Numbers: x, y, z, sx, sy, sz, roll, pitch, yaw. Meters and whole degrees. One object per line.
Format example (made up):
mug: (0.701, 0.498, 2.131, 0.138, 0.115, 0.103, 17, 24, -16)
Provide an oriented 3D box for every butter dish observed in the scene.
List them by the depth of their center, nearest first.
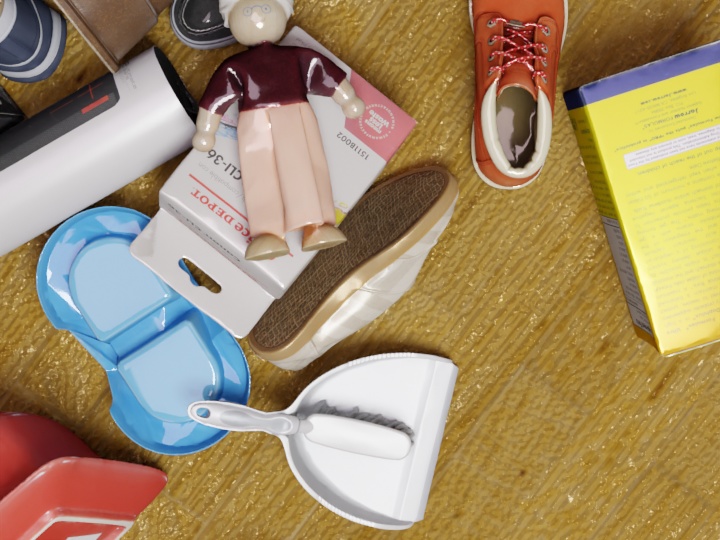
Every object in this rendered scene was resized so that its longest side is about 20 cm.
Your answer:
butter dish: (-0.278, 0.170, 1.013, 0.200, 0.199, 0.148, -43, 69, 4)

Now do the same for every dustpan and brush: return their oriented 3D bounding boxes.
dustpan and brush: (-0.031, 0.118, 1.028, 0.200, 0.057, 0.140, 12, 96, -7)

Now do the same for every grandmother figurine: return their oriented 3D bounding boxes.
grandmother figurine: (-0.057, -0.112, 0.946, 0.121, 0.061, 0.200, -11, 86, -19)

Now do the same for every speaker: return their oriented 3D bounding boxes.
speaker: (-0.215, -0.086, 1.021, 0.200, 0.081, 0.081, -29, 93, 5)

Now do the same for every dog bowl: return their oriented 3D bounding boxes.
dog bowl: (-0.162, 0.043, 1.046, 0.111, 0.050, 0.200, -32, 94, 5)

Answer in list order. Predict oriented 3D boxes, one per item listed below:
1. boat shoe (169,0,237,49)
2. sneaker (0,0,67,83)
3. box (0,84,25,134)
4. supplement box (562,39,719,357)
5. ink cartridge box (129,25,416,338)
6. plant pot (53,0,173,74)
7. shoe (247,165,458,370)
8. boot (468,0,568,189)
boat shoe: (-0.058, -0.232, 1.009, 0.200, 0.066, 0.070, -30, 93, 4)
sneaker: (-0.291, -0.220, 1.025, 0.070, 0.108, 0.200, -39, 62, 7)
box: (-0.339, -0.174, 0.980, 0.050, 0.158, 0.200, -38, 92, 5)
supplement box: (0.232, -0.053, 0.993, 0.109, 0.109, 0.200, -18, 95, 4)
ink cartridge box: (-0.066, -0.061, 0.999, 0.116, 0.067, 0.200, 38, 79, -2)
plant pot: (-0.161, -0.278, 0.955, 0.198, 0.200, 0.200, -40, 93, -2)
shoe: (0.000, 0.000, 1.039, 0.200, 0.070, 0.053, -43, 135, 1)
boot: (0.116, -0.159, 0.991, 0.075, 0.107, 0.200, 0, 94, 4)
